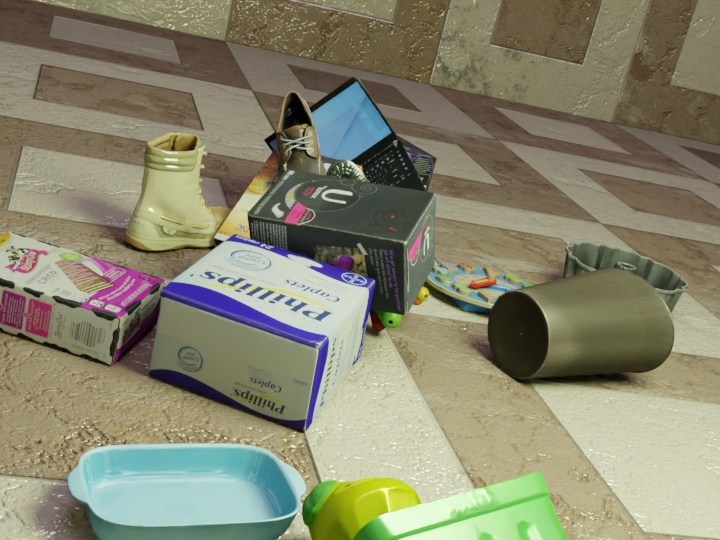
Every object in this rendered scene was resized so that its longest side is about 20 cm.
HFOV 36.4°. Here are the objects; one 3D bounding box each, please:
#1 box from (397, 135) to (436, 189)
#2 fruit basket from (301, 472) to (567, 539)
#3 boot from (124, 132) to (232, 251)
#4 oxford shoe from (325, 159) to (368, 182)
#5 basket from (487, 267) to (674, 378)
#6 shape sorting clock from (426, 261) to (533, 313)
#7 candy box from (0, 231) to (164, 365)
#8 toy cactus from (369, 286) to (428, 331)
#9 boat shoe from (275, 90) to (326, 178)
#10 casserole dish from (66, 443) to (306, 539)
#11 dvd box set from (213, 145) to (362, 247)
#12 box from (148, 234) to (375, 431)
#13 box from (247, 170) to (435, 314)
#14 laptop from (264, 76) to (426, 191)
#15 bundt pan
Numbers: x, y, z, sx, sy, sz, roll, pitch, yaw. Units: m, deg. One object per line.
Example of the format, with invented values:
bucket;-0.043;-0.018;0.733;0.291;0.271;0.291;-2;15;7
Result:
box;0.033;-0.199;2.055;0.122;0.107;0.200;5;20;-32
fruit basket;0.039;0.214;0.848;0.215;0.156;0.216;21;31;-14
boot;-0.236;-0.114;1.532;0.073;0.156;0.200;27;23;33
oxford shoe;-0.009;-0.070;1.545;0.072;0.201;0.084;-20;28;-5
basket;0.276;0.074;1.427;0.199;0.137;0.180;-5;23;-37
shape sorting clock;0.192;0.024;1.641;0.199;0.039;0.200;13;19;-5
candy box;-0.334;0.026;1.207;0.199;0.061;0.136;16;19;6
toy cactus;0.000;0.000;1.448;0.164;0.201;0.102;-18;-24;11
boat shoe;-0.093;-0.176;1.576;0.072;0.073;0.201;-13;52;-2
casserole dish;-0.144;0.190;0.909;0.199;0.039;0.121;3;22;-24
dvd box set;-0.102;-0.091;1.577;0.146;0.029;0.200;17;55;21
box;-0.102;0.060;1.195;0.183;0.105;0.200;18;24;11
box;-0.020;-0.037;1.320;0.199;0.107;0.122;10;35;16
laptop;-0.024;-0.155;1.635;0.103;0.177;0.200;43;18;-46
bundt pan;0.413;0.025;1.742;0.201;0.076;0.202;13;19;-4
